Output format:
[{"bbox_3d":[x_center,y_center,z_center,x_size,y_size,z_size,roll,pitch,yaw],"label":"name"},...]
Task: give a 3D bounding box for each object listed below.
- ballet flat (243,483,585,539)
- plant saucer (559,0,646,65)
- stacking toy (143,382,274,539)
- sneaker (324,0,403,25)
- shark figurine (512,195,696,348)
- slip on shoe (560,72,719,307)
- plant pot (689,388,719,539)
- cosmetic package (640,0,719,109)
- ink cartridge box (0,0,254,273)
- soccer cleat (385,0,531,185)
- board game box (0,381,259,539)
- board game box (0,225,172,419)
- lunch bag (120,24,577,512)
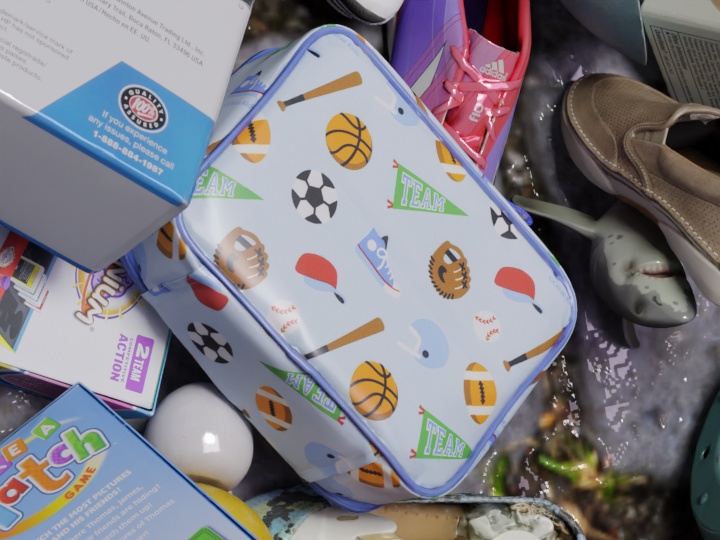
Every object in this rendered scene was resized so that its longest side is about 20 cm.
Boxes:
[{"bbox_3d":[0.019,0.130,1.195,0.199,0.074,0.075,-3,86,-31],"label":"ballet flat"},{"bbox_3d":[0.097,-0.192,1.237,0.039,0.201,0.202,-12,91,4],"label":"plant saucer"},{"bbox_3d":[-0.079,0.143,1.114,0.146,0.146,0.201,19,59,-28],"label":"stacking toy"},{"bbox_3d":[-0.019,-0.218,1.193,0.115,0.076,0.200,-43,117,-4],"label":"sneaker"},{"bbox_3d":[0.160,-0.006,1.309,0.214,0.128,0.090,-28,125,-48],"label":"shark figurine"},{"bbox_3d":[0.155,-0.053,1.230,0.076,0.200,0.061,-4,122,-17],"label":"slip on shoe"},{"bbox_3d":[0.261,0.105,1.280,0.161,0.201,0.201,28,70,-15],"label":"plant pot"},{"bbox_3d":[0.248,-0.104,1.275,0.071,0.200,0.105,-60,149,-22],"label":"cosmetic package"},{"bbox_3d":[-0.124,-0.124,1.080,0.144,0.084,0.200,31,53,-21],"label":"ink cartridge box"},{"bbox_3d":[0.044,-0.074,1.231,0.068,0.073,0.201,14,77,-29],"label":"soccer cleat"},{"bbox_3d":[-0.112,0.144,1.028,0.151,0.200,0.037,-38,137,-17],"label":"board game box"},{"bbox_3d":[-0.166,-0.035,1.117,0.200,0.040,0.154,21,74,-28],"label":"board game box"},{"bbox_3d":[0.000,0.000,1.149,0.200,0.075,0.160,49,56,-16],"label":"lunch bag"}]
